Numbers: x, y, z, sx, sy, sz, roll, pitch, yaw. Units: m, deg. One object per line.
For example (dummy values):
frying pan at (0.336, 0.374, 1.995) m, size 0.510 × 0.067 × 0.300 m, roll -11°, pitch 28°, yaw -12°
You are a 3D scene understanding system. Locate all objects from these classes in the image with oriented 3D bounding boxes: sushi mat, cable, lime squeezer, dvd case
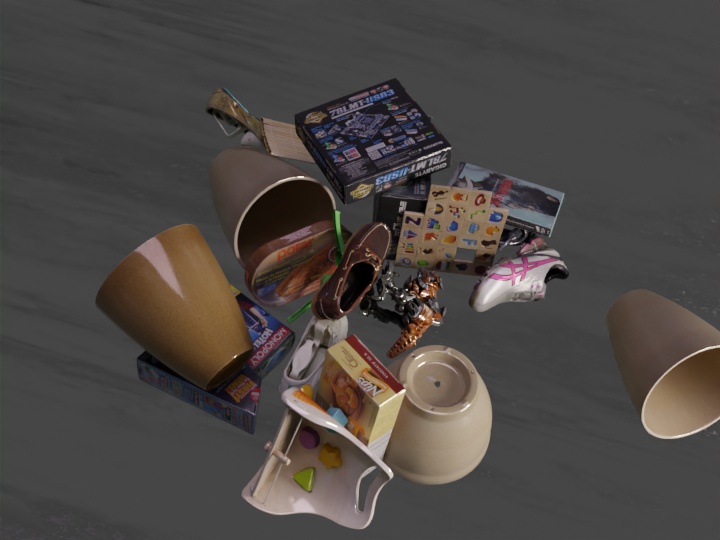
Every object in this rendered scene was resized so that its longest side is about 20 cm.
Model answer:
sushi mat at (-0.087, -0.227, 1.855) m, size 0.199 × 0.012 × 0.096 m, roll 8°, pitch 49°, yaw -32°
cable at (0.215, -0.105, 1.801) m, size 0.199 × 0.051 × 0.163 m, roll 30°, pitch 43°, yaw 31°
lime squeezer at (-0.052, 0.003, 1.658) m, size 0.038 × 0.201 × 0.070 m, roll 32°, pitch 14°, yaw 35°
dvd case at (0.250, -0.127, 1.792) m, size 0.198 × 0.022 × 0.146 m, roll 18°, pitch 34°, yaw 11°

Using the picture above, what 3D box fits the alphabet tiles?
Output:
alphabet tiles at (0.149, -0.064, 1.685) m, size 0.166 × 0.201 × 0.008 m, roll 7°, pitch 49°, yaw -2°

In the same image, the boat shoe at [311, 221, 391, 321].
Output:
boat shoe at (0.000, 0.000, 1.615) m, size 0.070 × 0.070 × 0.201 m, roll 44°, pitch 59°, yaw -22°

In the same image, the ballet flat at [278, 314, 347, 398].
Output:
ballet flat at (-0.070, 0.119, 1.601) m, size 0.069 × 0.070 × 0.201 m, roll 21°, pitch 52°, yaw 10°

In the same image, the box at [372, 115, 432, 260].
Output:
box at (0.071, -0.144, 1.762) m, size 0.085 × 0.164 × 0.201 m, roll 6°, pitch 52°, yaw -3°

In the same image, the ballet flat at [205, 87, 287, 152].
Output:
ballet flat at (-0.211, -0.261, 1.888) m, size 0.200 × 0.071 × 0.071 m, roll 40°, pitch 58°, yaw 20°

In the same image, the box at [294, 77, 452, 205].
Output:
box at (0.019, -0.216, 1.680) m, size 0.199 × 0.050 × 0.199 m, roll -22°, pitch 51°, yaw -16°

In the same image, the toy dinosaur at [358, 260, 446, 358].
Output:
toy dinosaur at (0.077, 0.059, 1.651) m, size 0.135 × 0.102 × 0.200 m, roll 31°, pitch 23°, yaw -8°

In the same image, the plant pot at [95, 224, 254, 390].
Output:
plant pot at (-0.250, 0.068, 1.484) m, size 0.186 × 0.187 × 0.200 m, roll -35°, pitch 76°, yaw -29°

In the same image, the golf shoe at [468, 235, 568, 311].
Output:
golf shoe at (0.268, 0.018, 1.718) m, size 0.199 × 0.073 × 0.092 m, roll -32°, pitch 63°, yaw -28°

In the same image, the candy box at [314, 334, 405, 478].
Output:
candy box at (-0.009, 0.199, 1.459) m, size 0.055 × 0.201 × 0.115 m, roll -28°, pitch 60°, yaw -31°

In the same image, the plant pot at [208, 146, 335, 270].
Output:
plant pot at (-0.171, -0.120, 1.713) m, size 0.186 × 0.188 × 0.200 m, roll -23°, pitch 43°, yaw -23°

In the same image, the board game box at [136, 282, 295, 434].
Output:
board game box at (-0.201, 0.146, 1.566) m, size 0.199 × 0.062 × 0.200 m, roll 36°, pitch 56°, yaw 19°

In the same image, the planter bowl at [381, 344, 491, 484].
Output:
planter bowl at (0.107, 0.196, 1.519) m, size 0.198 × 0.135 × 0.201 m, roll 3°, pitch 52°, yaw -4°

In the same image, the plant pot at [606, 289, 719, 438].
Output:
plant pot at (0.477, 0.126, 1.609) m, size 0.186 × 0.188 × 0.201 m, roll -10°, pitch 40°, yaw -14°

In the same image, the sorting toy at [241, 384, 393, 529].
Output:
sorting toy at (-0.047, 0.273, 1.430) m, size 0.179 × 0.201 × 0.107 m, roll 32°, pitch 32°, yaw 14°

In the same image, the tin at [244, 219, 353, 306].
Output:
tin at (-0.098, -0.014, 1.671) m, size 0.199 × 0.113 × 0.042 m, roll -23°, pitch 47°, yaw -23°
